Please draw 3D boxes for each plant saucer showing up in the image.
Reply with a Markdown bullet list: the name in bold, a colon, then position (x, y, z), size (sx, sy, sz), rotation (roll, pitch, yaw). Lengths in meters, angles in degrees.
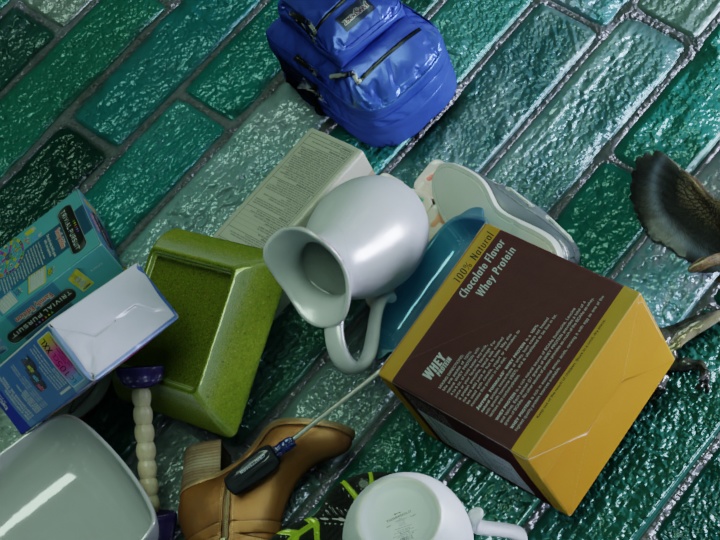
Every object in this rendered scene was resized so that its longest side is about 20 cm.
- **plant saucer**: position (-0.185, 0.057, 1.707), size (0.199, 0.048, 0.201), rotation (13, 83, 42)

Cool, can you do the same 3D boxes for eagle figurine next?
- **eagle figurine**: position (0.392, -0.065, 1.683), size (0.151, 0.152, 0.200), rotation (18, 21, -20)

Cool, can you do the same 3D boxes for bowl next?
- **bowl**: position (-0.309, 0.267, 1.606), size (0.200, 0.075, 0.200), rotation (-39, 56, -12)

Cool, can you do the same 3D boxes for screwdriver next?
- **screwdriver**: position (-0.054, 0.161, 1.602), size (0.199, 0.028, 0.029), rotation (-35, 32, 5)

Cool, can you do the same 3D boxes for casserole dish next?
- **casserole dish**: position (0.081, 0.022, 1.695), size (0.201, 0.039, 0.121), rotation (-54, 19, -11)

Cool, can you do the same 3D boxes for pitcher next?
- **pitcher**: position (0.000, 0.000, 1.664), size (0.120, 0.173, 0.200), rotation (-11, 15, 32)
- **pitcher**: position (0.073, 0.260, 1.509), size (0.170, 0.200, 0.122), rotation (-25, 58, -3)

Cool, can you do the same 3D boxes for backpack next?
- **backpack**: position (0.002, -0.248, 1.842), size (0.162, 0.168, 0.200), rotation (-43, 64, -5)

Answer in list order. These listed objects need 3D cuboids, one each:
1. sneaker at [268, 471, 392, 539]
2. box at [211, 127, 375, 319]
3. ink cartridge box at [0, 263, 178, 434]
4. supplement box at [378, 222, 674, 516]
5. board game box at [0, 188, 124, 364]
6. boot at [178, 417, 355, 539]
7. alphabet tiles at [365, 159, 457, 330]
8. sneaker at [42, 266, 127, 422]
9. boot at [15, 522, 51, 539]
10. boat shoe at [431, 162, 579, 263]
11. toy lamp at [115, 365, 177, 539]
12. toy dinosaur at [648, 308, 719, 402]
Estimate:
- **sneaker**: position (-0.022, 0.271, 1.604), size (0.199, 0.077, 0.075), rotation (-25, 54, -24)
- **box**: position (-0.076, -0.054, 1.787), size (0.095, 0.078, 0.200), rotation (29, 71, 41)
- **ink cartridge box**: position (-0.296, 0.087, 1.640), size (0.077, 0.200, 0.136), rotation (55, 47, -3)
- **supplement box**: position (0.166, 0.095, 1.590), size (0.199, 0.133, 0.198), rotation (26, 74, 38)
- **board game box**: position (-0.371, 0.013, 1.798), size (0.199, 0.047, 0.151), rotation (-37, 33, 0)
- **boot**: position (-0.092, 0.242, 1.636), size (0.198, 0.074, 0.156), rotation (-17, 57, 17)
- **alphabet tiles**: position (0.073, -0.031, 1.786), size (0.199, 0.015, 0.196), rotation (31, 71, 27)
- **sneaker**: position (-0.307, 0.080, 1.772), size (0.077, 0.082, 0.201), rotation (20, 67, 23)
- **boot**: position (-0.332, 0.377, 1.615), size (0.164, 0.066, 0.200), rotation (-35, 61, -17)
- **boat shoe**: position (0.158, -0.054, 1.748), size (0.061, 0.073, 0.200), rotation (-8, 38, -45)
- **toy lamp**: position (-0.221, 0.200, 1.655), size (0.058, 0.058, 0.202), rotation (-3, 89, 12)
- **toy dinosaur**: position (0.314, 0.089, 1.643), size (0.198, 0.048, 0.089), rotation (-19, 51, -2)
